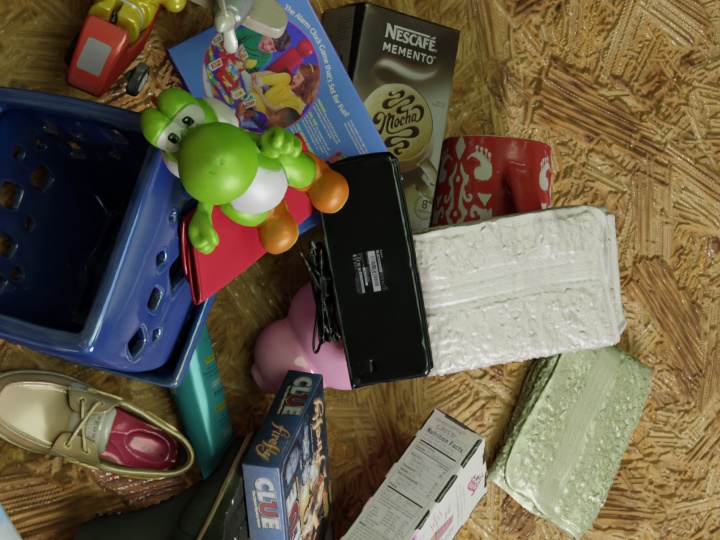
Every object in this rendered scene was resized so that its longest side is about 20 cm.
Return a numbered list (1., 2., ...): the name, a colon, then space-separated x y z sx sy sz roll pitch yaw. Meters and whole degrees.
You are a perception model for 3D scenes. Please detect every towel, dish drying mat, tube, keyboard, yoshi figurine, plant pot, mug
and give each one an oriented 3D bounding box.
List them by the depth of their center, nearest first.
1. yoshi figurine: -0.090 -0.070 1.504 0.200 0.111 0.113 31 68 -53
2. plant pot: -0.218 -0.016 1.612 0.180 0.198 0.202 38 68 -57
3. dish drying mat: -0.093 -0.046 1.627 0.200 0.018 0.078 -42 133 -54
4. keyboard: 0.000 0.000 1.718 0.103 0.040 0.202 -9 97 5
5. towel: 0.141 0.016 1.743 0.198 0.034 0.134 -10 99 -17
6. tube: -0.136 0.145 1.761 0.050 0.077 0.202 -13 100 14
7. mug: 0.141 -0.023 1.871 0.133 0.176 0.202 10 81 -46
8. towel: 0.218 0.159 1.999 0.148 0.036 0.201 34 73 -29

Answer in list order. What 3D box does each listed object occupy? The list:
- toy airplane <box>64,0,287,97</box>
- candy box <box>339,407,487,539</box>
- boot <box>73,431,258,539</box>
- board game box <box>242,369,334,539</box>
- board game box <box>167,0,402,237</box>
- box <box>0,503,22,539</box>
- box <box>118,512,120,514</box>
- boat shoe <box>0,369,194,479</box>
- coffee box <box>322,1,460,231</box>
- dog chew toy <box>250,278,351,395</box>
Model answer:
1. toy airplane: -0.180 -0.263 1.670 0.198 0.141 0.201 -18 76 -13
2. candy box: 0.040 0.243 1.831 0.200 0.061 0.137 -52 160 -21
3. boot: -0.166 0.204 1.671 0.200 0.137 0.078 -65 156 -53
4. board game box: -0.061 0.210 1.737 0.136 0.034 0.202 -65 156 -53
5. board game box: -0.068 -0.136 1.747 0.134 0.045 0.201 -28 90 -6
6. box: -0.353 0.225 1.629 0.122 0.048 0.201 -36 109 -26
7. box: -0.179 0.320 1.701 0.121 0.048 0.202 20 70 -17
8. boat shoe: -0.230 0.134 1.693 0.199 0.069 0.074 19 81 -31
9. coffee box: 0.014 -0.138 1.835 0.112 0.080 0.202 11 85 -31
10. dog chew toy: -0.010 0.051 1.793 0.199 0.125 0.125 -31 109 3
